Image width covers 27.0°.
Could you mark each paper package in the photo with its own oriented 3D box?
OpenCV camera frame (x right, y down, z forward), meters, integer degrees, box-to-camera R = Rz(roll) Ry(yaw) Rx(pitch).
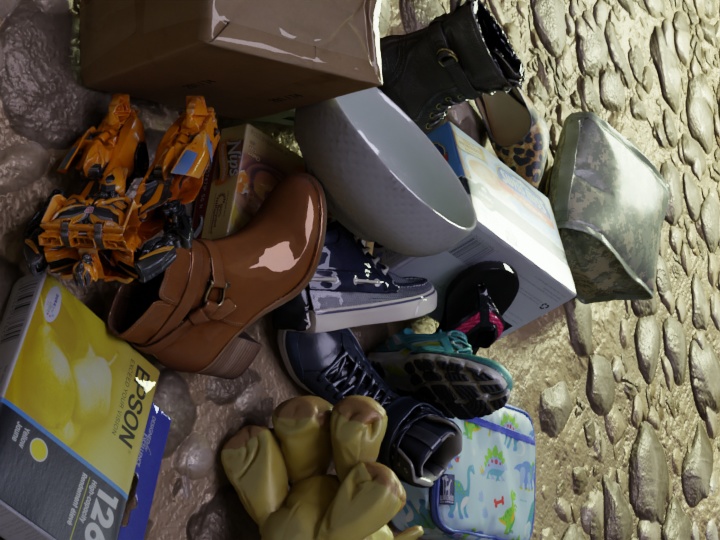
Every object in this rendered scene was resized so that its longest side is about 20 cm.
[{"bbox_3d":[-0.106,-0.202,1.251,0.189,0.199,0.105,8,79,-38],"label":"paper package"}]

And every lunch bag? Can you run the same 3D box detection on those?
[{"bbox_3d":[0.109,0.205,1.567,0.199,0.082,0.162,27,61,-49],"label":"lunch bag"},{"bbox_3d":[0.282,-0.075,1.814,0.200,0.117,0.165,42,53,-45],"label":"lunch bag"}]

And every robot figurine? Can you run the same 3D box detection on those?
[{"bbox_3d":[-0.189,-0.064,1.194,0.201,0.143,0.059,-70,157,-47],"label":"robot figurine"}]

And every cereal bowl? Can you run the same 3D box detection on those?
[{"bbox_3d":[0.010,-0.088,1.365,0.200,0.083,0.200,42,18,-17],"label":"cereal bowl"}]

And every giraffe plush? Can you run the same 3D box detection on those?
[{"bbox_3d":[-0.022,0.228,1.353,0.162,0.171,0.202,47,43,-58],"label":"giraffe plush"}]

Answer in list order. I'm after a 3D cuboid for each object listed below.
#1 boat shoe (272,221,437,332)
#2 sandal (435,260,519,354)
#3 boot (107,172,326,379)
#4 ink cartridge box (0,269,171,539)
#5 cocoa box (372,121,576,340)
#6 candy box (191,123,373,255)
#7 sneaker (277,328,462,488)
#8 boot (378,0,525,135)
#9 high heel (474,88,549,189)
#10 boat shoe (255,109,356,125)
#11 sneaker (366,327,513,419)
[{"bbox_3d":[0.000,0.000,1.384,0.199,0.074,0.094,-9,99,-50],"label":"boat shoe"},{"bbox_3d":[0.112,0.063,1.520,0.074,0.201,0.045,1,50,-19],"label":"sandal"},{"bbox_3d":[-0.120,-0.010,1.254,0.155,0.077,0.201,27,97,-52],"label":"boot"},{"bbox_3d":[-0.216,0.137,1.168,0.200,0.047,0.199,44,38,-34],"label":"ink cartridge box"},{"bbox_3d":[0.108,-0.033,1.545,0.199,0.133,0.132,31,38,-44],"label":"cocoa box"},{"bbox_3d":[-0.068,-0.042,1.409,0.199,0.055,0.117,30,63,-46],"label":"candy box"},{"bbox_3d":[0.014,0.120,1.403,0.077,0.146,0.203,-45,120,-16],"label":"sneaker"},{"bbox_3d":[0.096,-0.180,1.549,0.201,0.173,0.069,59,43,-25],"label":"boot"},{"bbox_3d":[0.148,-0.192,1.694,0.142,0.071,0.202,25,48,-54],"label":"high heel"},{"bbox_3d":[-0.047,-0.174,1.452,0.199,0.070,0.064,3,82,-50],"label":"boat shoe"},{"bbox_3d":[0.078,0.088,1.452,0.080,0.199,0.078,-44,117,-23],"label":"sneaker"}]
